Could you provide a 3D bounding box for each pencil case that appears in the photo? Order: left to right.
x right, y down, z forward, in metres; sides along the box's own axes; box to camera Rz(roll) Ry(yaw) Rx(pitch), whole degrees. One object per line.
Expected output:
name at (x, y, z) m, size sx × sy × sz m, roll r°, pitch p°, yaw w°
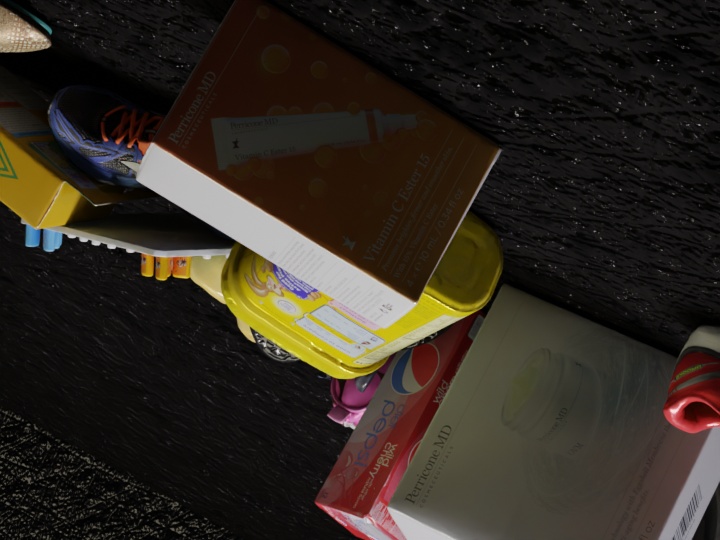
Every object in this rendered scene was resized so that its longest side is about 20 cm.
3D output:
pencil case at (0.049, 0.144, 1.933) m, size 0.090 × 0.094 × 0.200 m, roll 13°, pitch 158°, yaw 45°

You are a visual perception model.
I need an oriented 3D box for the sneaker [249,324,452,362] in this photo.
sneaker at (-0.005, 0.019, 1.704) m, size 0.198 × 0.083 × 0.072 m, roll -7°, pitch 124°, yaw 28°

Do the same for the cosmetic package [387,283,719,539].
cosmetic package at (0.157, 0.150, 1.556) m, size 0.199 × 0.200 × 0.123 m, roll 22°, pitch 164°, yaw 22°

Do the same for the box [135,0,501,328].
box at (-0.029, -0.071, 1.343) m, size 0.199 × 0.125 × 0.097 m, roll 31°, pitch 164°, yaw -5°

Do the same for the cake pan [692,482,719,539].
cake pan at (0.191, 0.195, 1.630) m, size 0.199 × 0.201 × 0.037 m, roll 25°, pitch 159°, yaw 16°

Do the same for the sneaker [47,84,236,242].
sneaker at (-0.151, -0.098, 1.606) m, size 0.199 × 0.076 × 0.079 m, roll 24°, pitch 153°, yaw -2°

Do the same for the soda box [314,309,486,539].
soda box at (0.047, 0.125, 1.675) m, size 0.070 × 0.201 × 0.063 m, roll 10°, pitch 155°, yaw 48°

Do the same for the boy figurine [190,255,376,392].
boy figurine at (-0.066, 0.034, 1.832) m, size 0.199 × 0.065 × 0.125 m, roll 29°, pitch 142°, yaw 8°

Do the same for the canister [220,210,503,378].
canister at (0.000, 0.000, 1.526) m, size 0.148 × 0.087 × 0.200 m, roll 33°, pitch 153°, yaw -16°

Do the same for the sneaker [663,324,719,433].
sneaker at (0.290, 0.100, 1.377) m, size 0.199 × 0.085 × 0.077 m, roll 12°, pitch 157°, yaw 48°

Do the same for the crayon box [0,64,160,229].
crayon box at (-0.272, -0.097, 1.668) m, size 0.199 × 0.052 × 0.126 m, roll 38°, pitch -164°, yaw 13°

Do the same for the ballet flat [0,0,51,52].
ballet flat at (-0.335, -0.207, 1.575) m, size 0.199 × 0.066 × 0.071 m, roll 30°, pitch 164°, yaw -2°

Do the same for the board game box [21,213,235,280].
board game box at (-0.147, -0.022, 1.695) m, size 0.199 × 0.026 × 0.199 m, roll -2°, pitch -170°, yaw -43°
